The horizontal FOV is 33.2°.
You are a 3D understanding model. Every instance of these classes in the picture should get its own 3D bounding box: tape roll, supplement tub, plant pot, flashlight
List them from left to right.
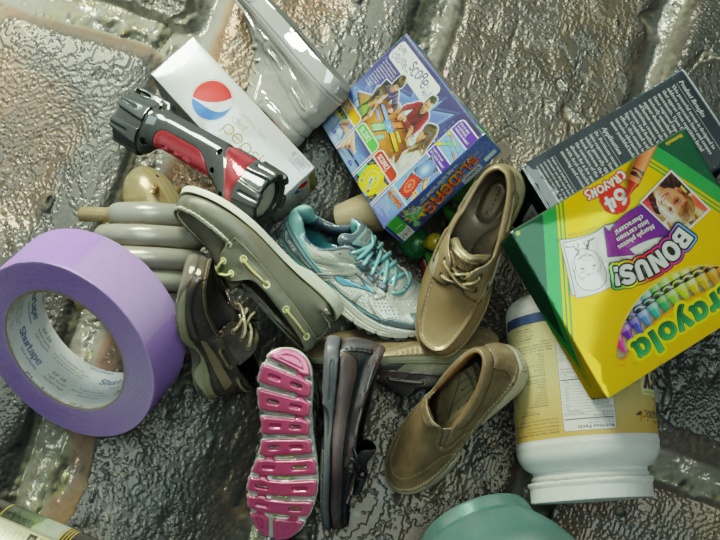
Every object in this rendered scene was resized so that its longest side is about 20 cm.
[{"bbox_3d":[-0.273,0.063,1.183,0.198,0.202,0.066,30,38,6],"label":"tape roll"},{"bbox_3d":[-0.169,-0.113,1.234,0.198,0.069,0.068,28,45,19],"label":"flashlight"},{"bbox_3d":[0.132,0.301,1.151,0.197,0.202,0.135,-18,51,-5],"label":"plant pot"},{"bbox_3d":[0.221,0.127,1.200,0.142,0.145,0.204,-3,78,-1],"label":"supplement tub"}]

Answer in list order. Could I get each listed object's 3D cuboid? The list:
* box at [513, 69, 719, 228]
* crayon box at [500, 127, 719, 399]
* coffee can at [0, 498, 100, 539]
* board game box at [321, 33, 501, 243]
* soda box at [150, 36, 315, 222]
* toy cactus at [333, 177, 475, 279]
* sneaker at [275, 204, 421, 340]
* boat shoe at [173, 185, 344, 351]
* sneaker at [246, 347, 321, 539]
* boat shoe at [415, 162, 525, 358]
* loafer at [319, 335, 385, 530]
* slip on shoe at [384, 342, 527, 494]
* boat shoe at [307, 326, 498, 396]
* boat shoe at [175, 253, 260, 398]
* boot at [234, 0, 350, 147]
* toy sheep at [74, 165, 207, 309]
[{"bbox_3d":[0.263,-0.092,1.246,0.198,0.149,0.108,-30,80,-7],"label":"box"},{"bbox_3d":[0.259,-0.005,1.123,0.198,0.058,0.174,-30,84,-9],"label":"crayon box"},{"bbox_3d":[-0.310,0.312,1.151,0.197,0.146,0.148,21,78,4],"label":"coffee can"},{"bbox_3d":[0.045,-0.139,1.234,0.135,0.034,0.201,-42,43,13],"label":"board game box"},{"bbox_3d":[-0.134,-0.150,1.294,0.064,0.068,0.200,-41,81,-9],"label":"soda box"},{"bbox_3d":[0.054,-0.074,1.281,0.162,0.102,0.203,-12,80,16],"label":"toy cactus"},{"bbox_3d":[0.000,0.000,1.233,0.198,0.087,0.078,24,37,10],"label":"sneaker"},{"bbox_3d":[-0.108,-0.002,1.189,0.201,0.072,0.061,40,69,-8],"label":"boat shoe"},{"bbox_3d":[-0.073,0.169,1.226,0.072,0.087,0.204,2,100,4],"label":"sneaker"},{"bbox_3d":[0.099,-0.010,1.170,0.070,0.064,0.203,21,97,13],"label":"boat shoe"},{"bbox_3d":[-0.008,0.165,1.197,0.062,0.072,0.204,1,104,1],"label":"loafer"},{"bbox_3d":[0.081,0.146,1.190,0.200,0.060,0.077,-46,54,28],"label":"slip on shoe"},{"bbox_3d":[0.045,0.098,1.244,0.196,0.072,0.066,-3,111,2],"label":"boat shoe"},{"bbox_3d":[-0.133,0.054,1.184,0.072,0.201,0.075,3,54,6],"label":"boat shoe"},{"bbox_3d":[-0.102,-0.228,1.311,0.096,0.073,0.201,-44,64,12],"label":"boot"},{"bbox_3d":[-0.221,-0.005,1.235,0.135,0.138,0.204,0,92,-1],"label":"toy sheep"}]
